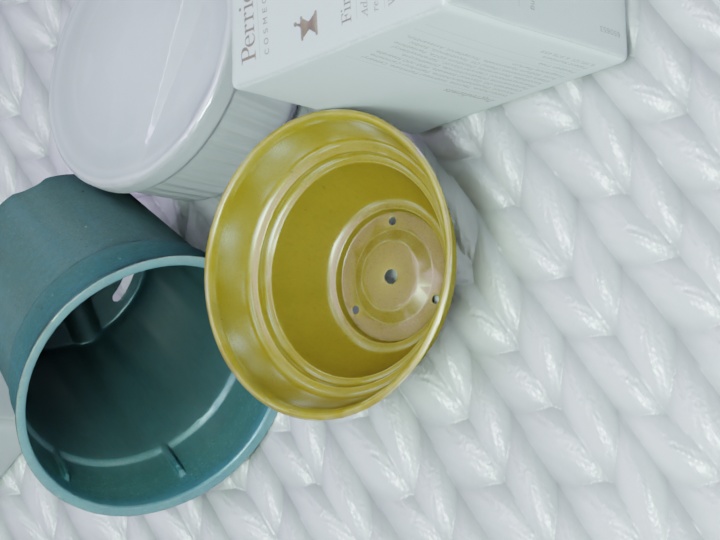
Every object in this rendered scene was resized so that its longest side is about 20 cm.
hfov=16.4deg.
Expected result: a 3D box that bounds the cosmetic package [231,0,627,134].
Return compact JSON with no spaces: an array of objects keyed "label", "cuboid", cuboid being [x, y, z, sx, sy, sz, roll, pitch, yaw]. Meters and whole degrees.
[{"label":"cosmetic package","cuboid":[0.041,-0.200,1.585,0.200,0.166,0.168,-17,70,46]}]

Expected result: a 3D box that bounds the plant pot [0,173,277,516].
[{"label":"plant pot","cuboid":[-0.181,0.037,1.770,0.196,0.200,0.201,46,115,51]}]

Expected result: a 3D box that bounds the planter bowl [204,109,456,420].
[{"label":"planter bowl","cuboid":[0.000,0.000,1.636,0.200,0.083,0.201,-6,81,37]}]

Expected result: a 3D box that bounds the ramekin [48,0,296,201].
[{"label":"ramekin","cuboid":[-0.126,-0.142,1.796,0.202,0.094,0.203,-21,60,41]}]

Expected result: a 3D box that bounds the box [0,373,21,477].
[{"label":"box","cuboid":[-0.398,0.109,1.974,0.200,0.198,0.172,-49,50,31]}]
